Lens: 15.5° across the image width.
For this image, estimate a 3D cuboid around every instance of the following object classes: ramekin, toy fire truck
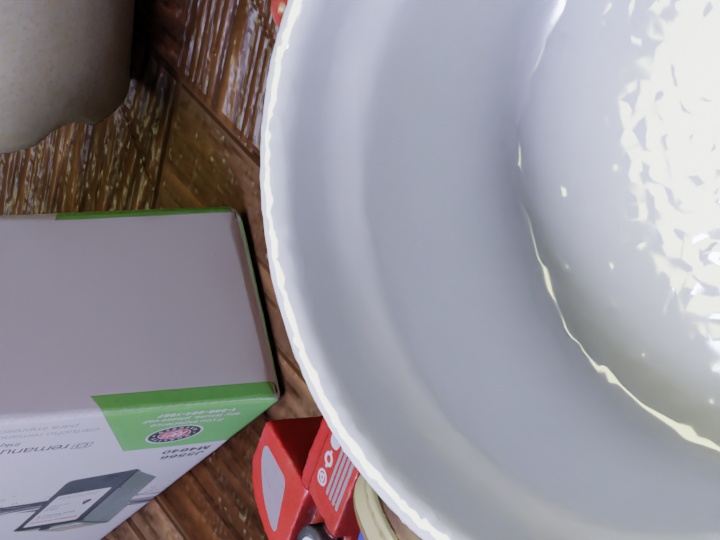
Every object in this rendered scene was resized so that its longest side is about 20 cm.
[{"bbox_3d":[0.081,-0.022,0.640,0.200,0.098,0.201,6,101,35],"label":"ramekin"},{"bbox_3d":[0.000,0.000,0.890,0.141,0.049,0.200,59,140,41],"label":"toy fire truck"}]

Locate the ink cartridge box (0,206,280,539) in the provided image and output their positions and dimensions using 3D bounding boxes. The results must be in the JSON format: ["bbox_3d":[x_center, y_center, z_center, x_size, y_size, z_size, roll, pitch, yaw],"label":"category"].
[{"bbox_3d":[-0.143,0.053,1.047,0.200,0.145,0.084,-41,59,54],"label":"ink cartridge box"}]

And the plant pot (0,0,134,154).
[{"bbox_3d":[-0.163,-0.152,1.047,0.200,0.200,0.184,37,134,54],"label":"plant pot"}]

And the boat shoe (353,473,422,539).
[{"bbox_3d":[0.086,0.096,0.695,0.200,0.072,0.072,41,118,26],"label":"boat shoe"}]

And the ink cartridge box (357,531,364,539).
[{"bbox_3d":[0.057,0.151,0.802,0.200,0.044,0.094,47,131,48],"label":"ink cartridge box"}]
